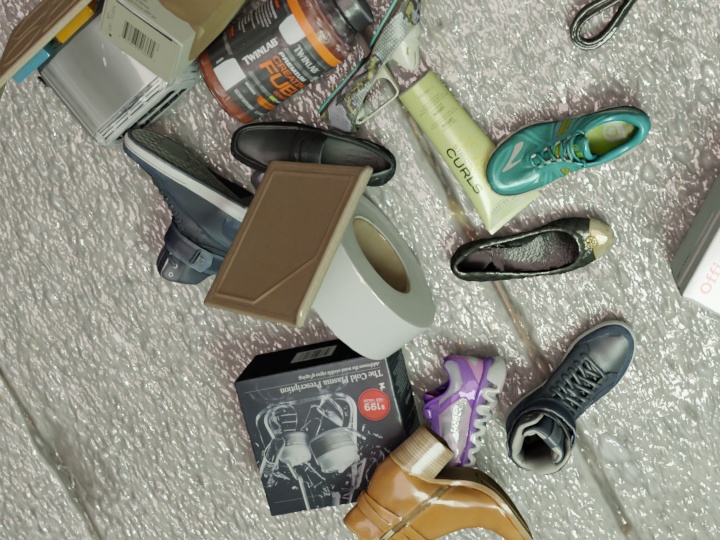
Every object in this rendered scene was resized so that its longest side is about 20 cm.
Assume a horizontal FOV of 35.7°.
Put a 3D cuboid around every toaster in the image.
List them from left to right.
[{"bbox_3d":[-0.288,-0.237,1.335,0.199,0.114,0.130,-37,91,16],"label":"toaster"}]

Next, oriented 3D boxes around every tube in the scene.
[{"bbox_3d":[0.126,-0.144,1.322,0.058,0.052,0.201,-30,103,43],"label":"tube"}]

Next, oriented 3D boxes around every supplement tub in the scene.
[{"bbox_3d":[-0.084,-0.264,1.299,0.199,0.107,0.107,-32,96,16],"label":"supplement tub"}]

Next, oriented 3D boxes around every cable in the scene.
[{"bbox_3d":[0.314,-0.333,1.257,0.096,0.051,0.201,22,119,-13],"label":"cable"}]

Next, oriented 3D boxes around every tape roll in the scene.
[{"bbox_3d":[0.000,0.000,1.298,0.071,0.202,0.203,-36,95,21],"label":"tape roll"}]

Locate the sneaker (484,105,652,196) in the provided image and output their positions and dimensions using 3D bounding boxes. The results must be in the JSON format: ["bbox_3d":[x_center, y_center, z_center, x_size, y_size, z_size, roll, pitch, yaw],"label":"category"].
[{"bbox_3d":[0.235,-0.142,1.278,0.198,0.080,0.078,-21,97,9],"label":"sneaker"}]

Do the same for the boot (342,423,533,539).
[{"bbox_3d":[0.092,0.297,1.325,0.200,0.074,0.155,41,95,-4],"label":"boot"}]

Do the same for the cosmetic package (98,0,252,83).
[{"bbox_3d":[-0.192,-0.314,1.259,0.105,0.201,0.071,34,144,-2],"label":"cosmetic package"}]

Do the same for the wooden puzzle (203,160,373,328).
[{"bbox_3d":[-0.077,-0.031,1.216,0.037,0.199,0.186,34,74,-35],"label":"wooden puzzle"}]

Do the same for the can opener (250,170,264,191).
[{"bbox_3d":[-0.077,-0.035,1.381,0.067,0.053,0.201,-35,94,15],"label":"can opener"}]

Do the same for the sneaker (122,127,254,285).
[{"bbox_3d":[-0.232,-0.069,1.365,0.202,0.077,0.146,35,111,-24],"label":"sneaker"}]

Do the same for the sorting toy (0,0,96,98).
[{"bbox_3d":[-0.358,-0.295,1.311,0.200,0.186,0.036,-42,118,18],"label":"sorting toy"}]

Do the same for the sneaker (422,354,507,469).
[{"bbox_3d":[0.112,0.189,1.386,0.088,0.081,0.202,18,100,0],"label":"sneaker"}]

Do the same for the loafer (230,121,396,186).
[{"bbox_3d":[-0.055,-0.140,1.322,0.198,0.070,0.069,9,89,-6],"label":"loafer"}]

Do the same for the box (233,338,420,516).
[{"bbox_3d":[-0.032,0.189,1.401,0.198,0.104,0.184,-12,102,13],"label":"box"}]

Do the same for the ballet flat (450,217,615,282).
[{"bbox_3d":[0.204,-0.017,1.332,0.198,0.057,0.067,-13,102,13],"label":"ballet flat"}]

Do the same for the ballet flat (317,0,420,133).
[{"bbox_3d":[0.029,-0.242,1.306,0.072,0.072,0.201,37,112,0],"label":"ballet flat"}]

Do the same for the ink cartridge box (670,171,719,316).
[{"bbox_3d":[0.469,-0.008,1.239,0.199,0.146,0.148,26,107,3],"label":"ink cartridge box"}]

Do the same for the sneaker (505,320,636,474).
[{"bbox_3d":[0.249,0.153,1.312,0.077,0.146,0.203,42,105,0],"label":"sneaker"}]
